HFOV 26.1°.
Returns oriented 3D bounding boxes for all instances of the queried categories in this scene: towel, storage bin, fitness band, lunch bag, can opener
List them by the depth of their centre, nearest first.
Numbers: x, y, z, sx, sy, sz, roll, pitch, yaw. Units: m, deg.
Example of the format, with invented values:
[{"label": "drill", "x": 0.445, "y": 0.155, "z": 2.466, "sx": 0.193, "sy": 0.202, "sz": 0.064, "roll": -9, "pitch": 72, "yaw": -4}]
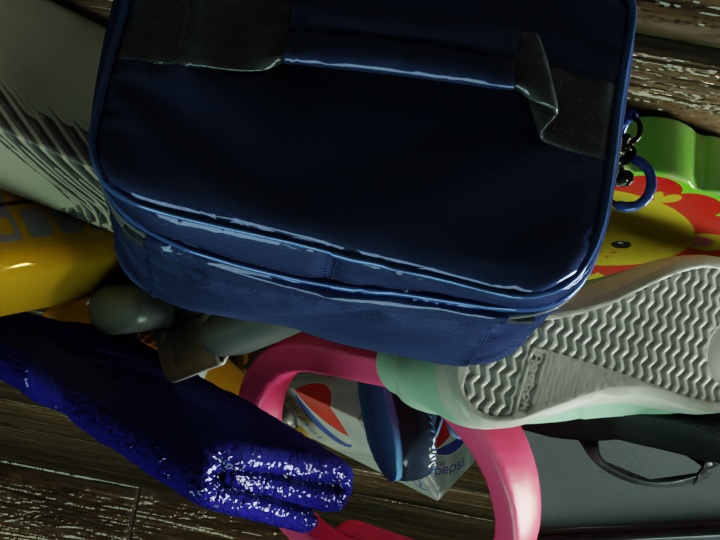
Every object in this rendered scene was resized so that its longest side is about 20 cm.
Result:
[{"label": "lunch bag", "x": 0.006, "y": -0.050, "z": 0.550, "sx": 0.198, "sy": 0.137, "sz": 0.132, "roll": 10, "pitch": 166, "yaw": 0}, {"label": "can opener", "x": -0.070, "y": 0.018, "z": 0.739, "sx": 0.066, "sy": 0.053, "sz": 0.199, "roll": -5, "pitch": 172, "yaw": -32}, {"label": "towel", "x": -0.114, "y": 0.079, "z": 0.830, "sx": 0.199, "sy": 0.050, "sz": 0.147, "roll": 25, "pitch": -176, "yaw": 33}, {"label": "fitness band", "x": 0.010, "y": 0.105, "z": 0.845, "sx": 0.199, "sy": 0.145, "sz": 0.037, "roll": 7, "pitch": -155, "yaw": 42}, {"label": "storage bin", "x": 0.164, "y": 0.081, "z": 0.949, "sx": 0.198, "sy": 0.147, "sz": 0.135, "roll": -6, "pitch": 138, "yaw": 24}]

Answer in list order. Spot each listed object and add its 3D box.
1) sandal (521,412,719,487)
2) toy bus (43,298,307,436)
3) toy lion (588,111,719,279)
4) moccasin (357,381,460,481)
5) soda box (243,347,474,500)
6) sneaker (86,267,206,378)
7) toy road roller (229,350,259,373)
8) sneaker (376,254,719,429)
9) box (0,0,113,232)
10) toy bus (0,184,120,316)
[{"label": "sandal", "x": 0.142, "y": 0.081, "z": 0.795, "sx": 0.075, "sy": 0.043, "sz": 0.199, "roll": -11, "pitch": -173, "yaw": -30}, {"label": "toy bus", "x": -0.131, "y": 0.080, "z": 1.090, "sx": 0.200, "sy": 0.065, "sz": 0.078, "roll": 43, "pitch": 157, "yaw": -5}, {"label": "toy lion", "x": 0.117, "y": -0.019, "z": 0.756, "sx": 0.199, "sy": 0.069, "sz": 0.191, "roll": 21, "pitch": 155, "yaw": -34}, {"label": "moccasin", "x": 0.034, "y": 0.055, "z": 0.951, "sx": 0.067, "sy": 0.081, "sz": 0.201, "roll": 1, "pitch": -150, "yaw": -6}, {"label": "soda box", "x": 0.004, "y": 0.089, "z": 1.077, "sx": 0.199, "sy": 0.068, "sz": 0.064, "roll": 19, "pitch": 147, "yaw": 54}, {"label": "sneaker", "x": -0.119, "y": 0.011, "z": 0.965, "sx": 0.075, "sy": 0.092, "sz": 0.201, "roll": 25, "pitch": 148, "yaw": 9}, {"label": "toy road roller", "x": -0.094, "y": 0.102, "z": 1.244, "sx": 0.144, "sy": 0.124, "sz": 0.200, "roll": -3, "pitch": 163, "yaw": 9}, {"label": "sneaker", "x": 0.105, "y": 0.031, "z": 0.740, "sx": 0.198, "sy": 0.075, "sz": 0.118, "roll": -4, "pitch": -177, "yaw": -23}, {"label": "box", "x": -0.124, "y": -0.066, "z": 0.720, "sx": 0.199, "sy": 0.069, "sz": 0.082, "roll": 21, "pitch": 160, "yaw": -38}, {"label": "toy bus", "x": -0.180, "y": -0.022, "z": 0.756, "sx": 0.065, "sy": 0.079, "sz": 0.199, "roll": -39, "pitch": 165, "yaw": 32}]
